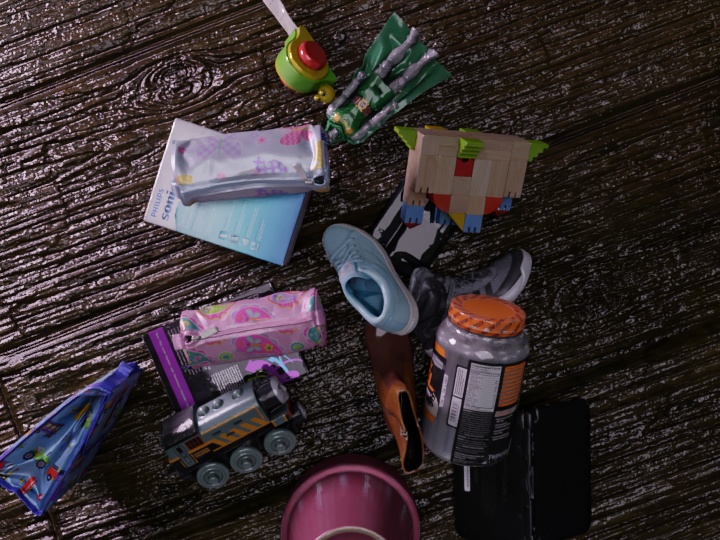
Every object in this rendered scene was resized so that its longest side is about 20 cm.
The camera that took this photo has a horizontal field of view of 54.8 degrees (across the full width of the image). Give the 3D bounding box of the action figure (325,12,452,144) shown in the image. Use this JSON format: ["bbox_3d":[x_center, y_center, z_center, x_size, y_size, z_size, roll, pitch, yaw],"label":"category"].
[{"bbox_3d":[0.019,-0.248,0.975,0.118,0.055,0.200,45,95,-5],"label":"action figure"}]

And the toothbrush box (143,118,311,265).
[{"bbox_3d":[-0.175,-0.105,0.960,0.199,0.085,0.147,17,92,-2],"label":"toothbrush box"}]

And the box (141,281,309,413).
[{"bbox_3d":[-0.190,0.118,0.995,0.200,0.036,0.143,-22,93,2],"label":"box"}]

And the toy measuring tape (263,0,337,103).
[{"bbox_3d":[-0.103,-0.313,0.957,0.074,0.074,0.200,-36,93,1],"label":"toy measuring tape"}]

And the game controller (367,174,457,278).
[{"bbox_3d":[0.096,-0.088,0.993,0.104,0.042,0.200,34,92,-16],"label":"game controller"}]

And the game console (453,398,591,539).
[{"bbox_3d":[0.236,0.289,1.015,0.175,0.116,0.201,-1,92,29],"label":"game console"}]

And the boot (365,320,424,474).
[{"bbox_3d":[0.042,0.146,0.915,0.068,0.200,0.189,-3,92,1],"label":"boot"}]

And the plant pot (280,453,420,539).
[{"bbox_3d":[-0.013,0.370,0.936,0.199,0.179,0.201,0,92,-2],"label":"plant pot"}]

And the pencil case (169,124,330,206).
[{"bbox_3d":[-0.135,-0.129,0.875,0.199,0.083,0.091,-5,57,0],"label":"pencil case"}]

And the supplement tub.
[{"bbox_3d":[0.150,0.140,0.904,0.122,0.123,0.201,7,108,-1],"label":"supplement tub"}]

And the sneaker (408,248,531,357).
[{"bbox_3d":[0.139,0.022,0.963,0.200,0.075,0.114,-44,108,5],"label":"sneaker"}]

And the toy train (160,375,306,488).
[{"bbox_3d":[-0.177,0.220,0.958,0.200,0.085,0.114,-27,122,3],"label":"toy train"}]

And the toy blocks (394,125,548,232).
[{"bbox_3d":[0.139,-0.115,0.937,0.199,0.100,0.137,1,112,-13],"label":"toy blocks"}]

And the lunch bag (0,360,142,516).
[{"bbox_3d":[-0.377,0.201,0.938,0.094,0.151,0.200,39,92,-2],"label":"lunch bag"}]

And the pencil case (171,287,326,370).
[{"bbox_3d":[-0.146,0.079,0.935,0.199,0.087,0.088,-9,93,-2],"label":"pencil case"}]

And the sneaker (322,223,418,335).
[{"bbox_3d":[0.000,0.000,0.929,0.074,0.082,0.200,-50,57,13],"label":"sneaker"}]
